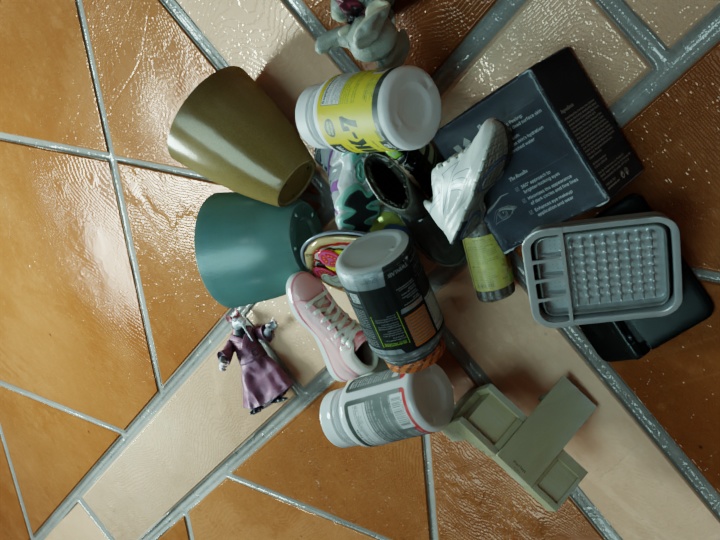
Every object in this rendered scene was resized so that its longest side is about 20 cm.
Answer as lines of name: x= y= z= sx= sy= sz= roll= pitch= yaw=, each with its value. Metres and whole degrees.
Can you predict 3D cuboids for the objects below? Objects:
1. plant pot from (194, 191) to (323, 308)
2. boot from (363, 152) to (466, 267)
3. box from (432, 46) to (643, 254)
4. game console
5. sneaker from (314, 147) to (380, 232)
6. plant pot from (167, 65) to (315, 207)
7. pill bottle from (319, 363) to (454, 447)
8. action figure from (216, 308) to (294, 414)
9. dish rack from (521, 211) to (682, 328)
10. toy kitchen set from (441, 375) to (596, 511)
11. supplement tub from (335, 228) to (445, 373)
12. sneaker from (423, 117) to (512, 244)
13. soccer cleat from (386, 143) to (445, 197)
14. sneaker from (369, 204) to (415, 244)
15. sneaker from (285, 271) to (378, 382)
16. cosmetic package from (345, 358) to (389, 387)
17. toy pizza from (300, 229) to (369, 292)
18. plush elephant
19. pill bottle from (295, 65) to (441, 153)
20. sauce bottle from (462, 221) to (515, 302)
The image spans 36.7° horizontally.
plant pot: x=-0.158 y=-0.043 z=1.828 sx=0.161 sy=0.201 sz=0.201 roll=-7 pitch=110 yaw=26
boot: x=0.084 y=-0.087 z=1.598 sx=0.182 sy=0.073 sz=0.200 roll=44 pitch=177 yaw=10
box: x=0.237 y=-0.160 z=1.473 sx=0.197 sy=0.117 sz=0.200 roll=-29 pitch=95 yaw=46
game console: x=0.366 y=0.015 z=1.537 sx=0.200 sy=0.116 sz=0.176 roll=57 pitch=166 yaw=0
sneaker: x=-0.029 y=-0.152 z=1.722 sx=0.140 sy=0.078 sz=0.201 roll=20 pitch=105 yaw=56
plant pot: x=-0.175 y=-0.197 z=1.752 sx=0.200 sy=0.186 sz=0.187 roll=38 pitch=133 yaw=17
pill bottle: x=0.039 y=0.217 z=1.726 sx=0.200 sy=0.114 sz=0.114 roll=-20 pitch=100 yaw=39
action figure: x=-0.199 y=0.163 z=2.071 sx=0.149 sy=0.134 sz=0.200 roll=77 pitch=169 yaw=-84
dish rack: x=0.320 y=-0.006 z=1.438 sx=0.199 sy=0.044 sz=0.172 roll=-6 pitch=128 yaw=12
toy kitchen set: x=0.262 y=0.250 z=1.722 sx=0.200 sy=0.163 sz=0.180 roll=43 pitch=167 yaw=1
supplement tub: x=0.051 y=0.049 z=1.625 sx=0.122 sy=0.123 sz=0.200 roll=3 pitch=128 yaw=39
sneaker: x=0.136 y=-0.126 z=1.450 sx=0.087 sy=0.074 sz=0.200 roll=43 pitch=134 yaw=20
soccer cleat: x=0.077 y=-0.173 z=1.627 sx=0.067 sy=0.081 sz=0.200 roll=-29 pitch=94 yaw=46
sneaker: x=0.024 y=-0.018 z=1.768 sx=0.105 sy=0.076 sz=0.200 roll=48 pitch=134 yaw=7
sneaker: x=-0.036 y=0.084 z=1.742 sx=0.105 sy=0.075 sz=0.201 roll=-16 pitch=105 yaw=52
cosmetic package: x=0.052 y=0.146 z=1.819 sx=0.073 sy=0.103 sz=0.200 roll=38 pitch=132 yaw=16
toy pizza: x=0.000 y=0.000 z=1.725 sx=0.200 sy=0.032 sz=0.200 roll=10 pitch=152 yaw=6
plush elephant: x=0.001 y=-0.354 z=1.520 sx=0.199 sy=0.155 sz=0.165 roll=6 pitch=160 yaw=22
pill bottle: x=0.007 y=-0.222 z=1.524 sx=0.200 sy=0.114 sz=0.115 roll=4 pitch=117 yaw=48
sauce bottle: x=0.182 y=-0.053 z=1.620 sx=0.065 sy=0.065 sz=0.200 roll=2 pitch=116 yaw=39
